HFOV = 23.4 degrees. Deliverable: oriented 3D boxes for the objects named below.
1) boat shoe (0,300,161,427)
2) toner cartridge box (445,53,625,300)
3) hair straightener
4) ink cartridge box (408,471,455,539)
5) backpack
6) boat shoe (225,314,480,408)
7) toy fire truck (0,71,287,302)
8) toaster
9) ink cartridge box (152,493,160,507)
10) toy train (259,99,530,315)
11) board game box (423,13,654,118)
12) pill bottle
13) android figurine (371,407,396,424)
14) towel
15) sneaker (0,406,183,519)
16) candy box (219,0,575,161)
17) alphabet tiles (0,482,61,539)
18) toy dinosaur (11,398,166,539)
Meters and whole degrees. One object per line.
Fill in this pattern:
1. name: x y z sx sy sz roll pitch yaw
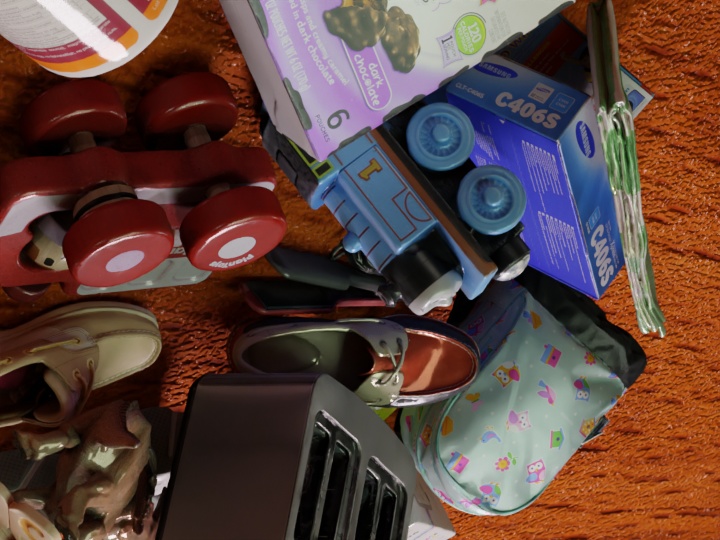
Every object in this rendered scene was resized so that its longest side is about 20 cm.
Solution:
1. boat shoe: -0.215 0.074 1.172 0.199 0.069 0.074 -12 137 -35
2. toner cartridge box: 0.126 -0.064 1.217 0.043 0.095 0.200 -52 150 -18
3. hair straightener: 0.000 0.000 1.319 0.199 0.041 0.077 7 124 -45
4. ink cartridge box: -0.002 0.215 1.474 0.116 0.068 0.200 -29 161 8
5. backpack: 0.119 0.099 1.404 0.200 0.167 0.127 -49 -170 -3
6. boat shoe: -0.002 0.066 1.300 0.198 0.063 0.072 6 91 -10
7. toy fire truck: -0.152 -0.030 1.098 0.199 0.113 0.168 -8 153 -37
8. toaster: -0.053 0.176 1.258 0.118 0.202 0.181 -5 149 27
9. ink cartridge box: -0.137 0.284 1.405 0.199 0.044 0.174 35 106 -13
10. toy train: 0.023 -0.061 1.147 0.114 0.201 0.087 -37 174 -10
11. board game box: 0.096 -0.103 1.284 0.200 0.056 0.195 -48 145 11
12. pill bottle: -0.182 -0.189 0.877 0.109 0.110 0.200 -43 145 4
13. android figurine: -0.037 0.122 1.424 0.200 0.041 0.182 -42 146 6
14. towel: 0.186 -0.073 1.216 0.023 0.153 0.201 -10 127 10
15. sneaker: -0.212 0.166 1.280 0.199 0.071 0.080 -14 151 -29
16. candy box: 0.014 -0.193 1.048 0.199 0.072 0.169 -33 124 -12
17. alphabet tiles: -0.246 0.188 1.157 0.015 0.199 0.196 -45 162 -32
18. toy dinosaur: -0.171 0.131 1.166 0.135 0.086 0.200 -29 160 -40
